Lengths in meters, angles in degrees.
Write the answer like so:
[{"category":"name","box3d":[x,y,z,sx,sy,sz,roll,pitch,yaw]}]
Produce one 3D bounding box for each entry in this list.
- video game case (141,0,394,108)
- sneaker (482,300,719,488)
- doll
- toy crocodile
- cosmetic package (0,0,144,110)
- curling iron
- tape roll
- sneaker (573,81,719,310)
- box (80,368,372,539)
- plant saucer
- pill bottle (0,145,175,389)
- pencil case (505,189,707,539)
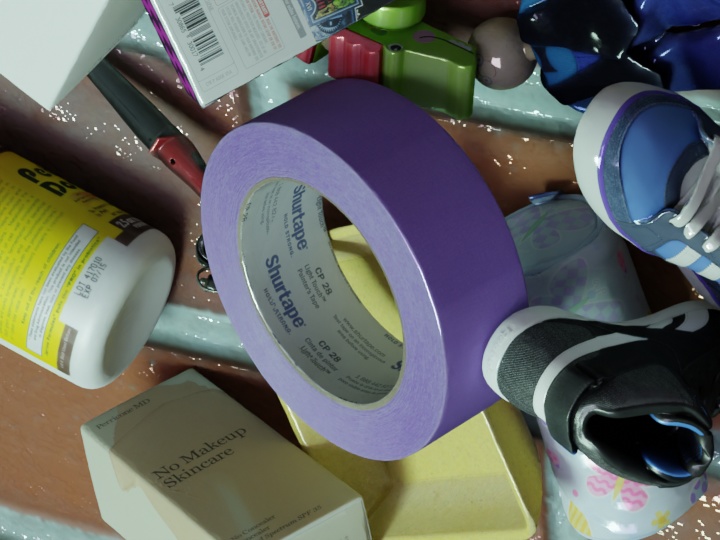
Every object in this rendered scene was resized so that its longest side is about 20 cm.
[{"category":"video game case","box3d":[-0.050,-0.214,1.408,0.201,0.181,0.036,64,171,-22]},{"category":"sneaker","box3d":[0.169,0.073,1.446,0.112,0.199,0.073,44,124,45]},{"category":"doll","box3d":[0.136,-0.127,1.429,0.199,0.049,0.137,-5,127,43]},{"category":"toy crocodile","box3d":[-0.019,-0.137,1.504,0.200,0.062,0.068,32,136,25]},{"category":"cosmetic package","box3d":[-0.146,-0.198,1.521,0.085,0.108,0.200,36,137,2]},{"category":"curling iron","box3d":[-0.118,-0.064,1.627,0.200,0.049,0.026,54,-178,12]},{"category":"tape roll","box3d":[0.000,0.000,1.490,0.200,0.065,0.201,33,138,35]},{"category":"sneaker","box3d":[0.211,-0.020,1.388,0.146,0.081,0.200,21,165,44]},{"category":"box","box3d":[-0.083,0.148,1.703,0.200,0.095,0.078,31,141,47]},{"category":"plant saucer","box3d":[0.022,0.061,1.609,0.200,0.048,0.201,-12,105,56]},{"category":"pill bottle","box3d":[-0.223,-0.016,1.712,0.199,0.109,0.110,28,134,12]},{"category":"pencil case","box3d":[0.128,0.057,1.552,0.090,0.083,0.201,-15,117,19]}]
